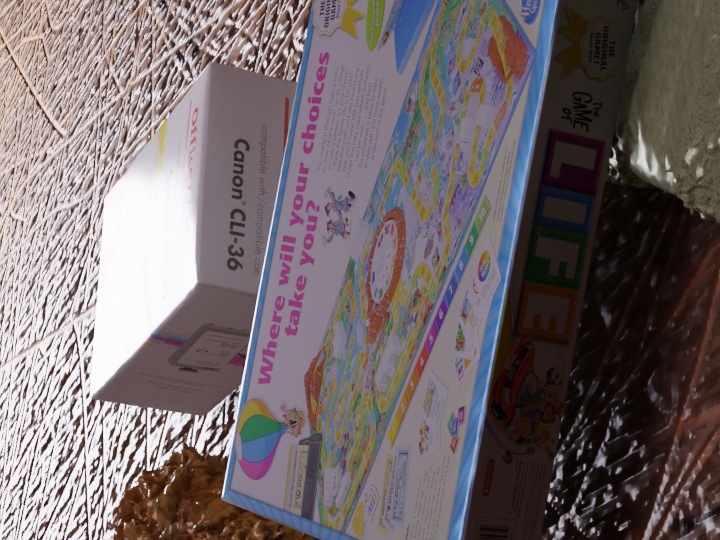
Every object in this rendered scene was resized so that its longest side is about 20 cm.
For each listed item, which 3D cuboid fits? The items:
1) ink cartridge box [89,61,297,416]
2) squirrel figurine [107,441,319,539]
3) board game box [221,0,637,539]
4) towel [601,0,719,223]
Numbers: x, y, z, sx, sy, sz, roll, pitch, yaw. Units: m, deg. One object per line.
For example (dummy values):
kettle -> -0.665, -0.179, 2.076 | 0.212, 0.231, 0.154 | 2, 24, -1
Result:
ink cartridge box -> -0.066, -0.019, 0.959 | 0.200, 0.067, 0.117 | 138, 137, -55
squirrel figurine -> -0.081, 0.149, 0.767 | 0.201, 0.141, 0.187 | -54, 3, -14
board game box -> 0.019, -0.007, 0.666 | 0.134, 0.034, 0.202 | 12, 92, 53
towel -> 0.125, -0.113, 0.599 | 0.148, 0.036, 0.202 | 34, 110, 65
